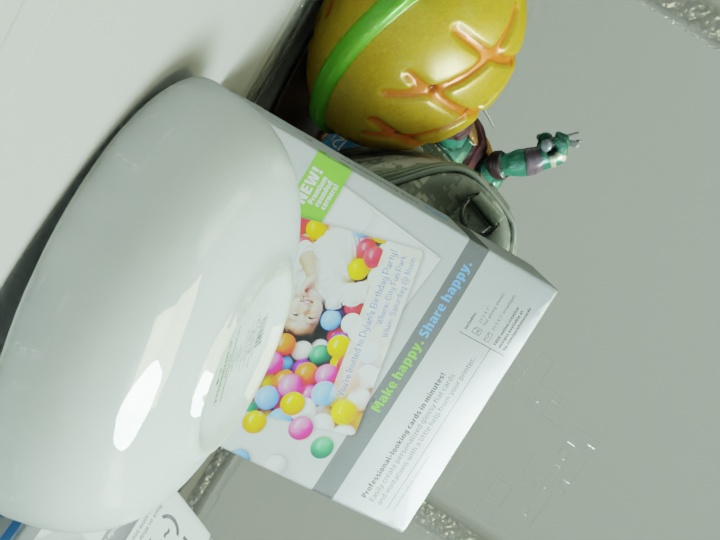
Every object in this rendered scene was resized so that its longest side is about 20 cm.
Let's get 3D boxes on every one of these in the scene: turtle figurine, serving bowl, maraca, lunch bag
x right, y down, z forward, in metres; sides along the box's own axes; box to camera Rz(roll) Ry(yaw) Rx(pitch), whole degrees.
[{"bbox_3d":[0.079,-0.104,1.296,0.101,0.150,0.200,-52,148,-2],"label":"turtle figurine"},{"bbox_3d":[-0.075,0.024,0.748,0.201,0.066,0.200,-62,169,-22],"label":"serving bowl"},{"bbox_3d":[0.040,-0.139,0.988,0.137,0.107,0.200,-28,164,-37],"label":"maraca"},{"bbox_3d":[0.000,0.000,1.053,0.168,0.140,0.200,-38,-169,-4],"label":"lunch bag"}]

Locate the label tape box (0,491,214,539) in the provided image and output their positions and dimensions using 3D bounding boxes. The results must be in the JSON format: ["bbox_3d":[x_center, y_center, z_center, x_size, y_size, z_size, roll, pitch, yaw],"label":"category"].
[{"bbox_3d":[-0.123,0.182,0.861,0.063,0.200,0.144,-3,-139,40],"label":"label tape box"}]

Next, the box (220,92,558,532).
[{"bbox_3d":[-0.020,0.025,0.915,0.156,0.200,0.041,-57,-155,7],"label":"box"}]

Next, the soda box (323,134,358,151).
[{"bbox_3d":[0.016,-0.033,1.280,0.064,0.068,0.200,-49,157,4],"label":"soda box"}]

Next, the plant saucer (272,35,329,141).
[{"bbox_3d":[0.002,-0.153,1.142,0.201,0.032,0.200,-57,178,-3],"label":"plant saucer"}]
